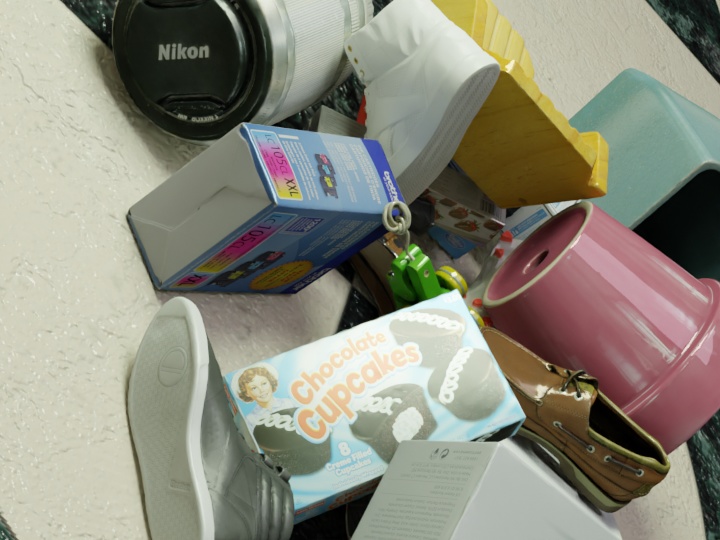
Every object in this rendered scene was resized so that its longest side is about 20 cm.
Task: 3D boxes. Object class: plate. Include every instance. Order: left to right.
[{"bbox_3d":[0.145,0.168,1.447,0.199,0.032,0.200,42,9,-5],"label":"plate"}]

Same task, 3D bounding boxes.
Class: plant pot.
[{"bbox_3d":[0.207,0.049,1.524,0.179,0.200,0.200,47,32,-11],"label":"plant pot"},{"bbox_3d":[0.313,-0.097,1.905,0.196,0.196,0.201,22,37,-42],"label":"plant pot"}]

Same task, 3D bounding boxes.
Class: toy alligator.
[{"bbox_3d":[0.045,0.018,1.423,0.059,0.054,0.201,-44,127,-24],"label":"toy alligator"}]

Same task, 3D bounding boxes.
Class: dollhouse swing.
[{"bbox_3d":[0.131,-0.186,1.559,0.200,0.181,0.177,44,60,-30],"label":"dollhouse swing"}]

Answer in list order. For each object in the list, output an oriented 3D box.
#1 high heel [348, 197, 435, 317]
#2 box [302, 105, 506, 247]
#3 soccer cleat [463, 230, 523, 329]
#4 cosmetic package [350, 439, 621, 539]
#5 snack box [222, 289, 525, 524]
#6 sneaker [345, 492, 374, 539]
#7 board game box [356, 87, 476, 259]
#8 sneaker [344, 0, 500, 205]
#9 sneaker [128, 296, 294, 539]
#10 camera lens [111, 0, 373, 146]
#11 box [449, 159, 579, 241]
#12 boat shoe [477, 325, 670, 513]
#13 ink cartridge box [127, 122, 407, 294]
[{"bbox_3d":[0.000,0.000,1.511,0.142,0.071,0.201,20,49,-27],"label":"high heel"},{"bbox_3d":[0.040,-0.083,1.603,0.199,0.039,0.042,24,46,-20],"label":"box"},{"bbox_3d":[0.108,0.042,1.609,0.069,0.078,0.200,24,41,19],"label":"soccer cleat"},{"bbox_3d":[0.084,0.255,1.245,0.199,0.123,0.201,40,66,-25],"label":"cosmetic package"},{"bbox_3d":[0.009,0.100,1.328,0.199,0.037,0.117,-20,67,-19],"label":"snack box"},{"bbox_3d":[0.022,0.142,1.388,0.076,0.085,0.201,9,68,-11],"label":"sneaker"},{"bbox_3d":[0.066,-0.127,1.726,0.153,0.040,0.201,42,34,-22],"label":"board game box"},{"bbox_3d":[0.025,-0.135,1.454,0.073,0.200,0.116,-20,62,-47],"label":"sneaker"},{"bbox_3d":[-0.101,0.120,1.248,0.099,0.070,0.201,21,51,-46],"label":"sneaker"},{"bbox_3d":[-0.094,-0.197,1.457,0.160,0.160,0.200,55,31,0],"label":"camera lens"},{"bbox_3d":[0.129,-0.128,1.716,0.201,0.060,0.117,54,31,-4],"label":"box"},{"bbox_3d":[0.162,0.105,1.420,0.200,0.068,0.072,40,40,-14],"label":"boat shoe"},{"bbox_3d":[-0.059,-0.044,1.387,0.199,0.136,0.077,0,63,-53],"label":"ink cartridge box"}]
